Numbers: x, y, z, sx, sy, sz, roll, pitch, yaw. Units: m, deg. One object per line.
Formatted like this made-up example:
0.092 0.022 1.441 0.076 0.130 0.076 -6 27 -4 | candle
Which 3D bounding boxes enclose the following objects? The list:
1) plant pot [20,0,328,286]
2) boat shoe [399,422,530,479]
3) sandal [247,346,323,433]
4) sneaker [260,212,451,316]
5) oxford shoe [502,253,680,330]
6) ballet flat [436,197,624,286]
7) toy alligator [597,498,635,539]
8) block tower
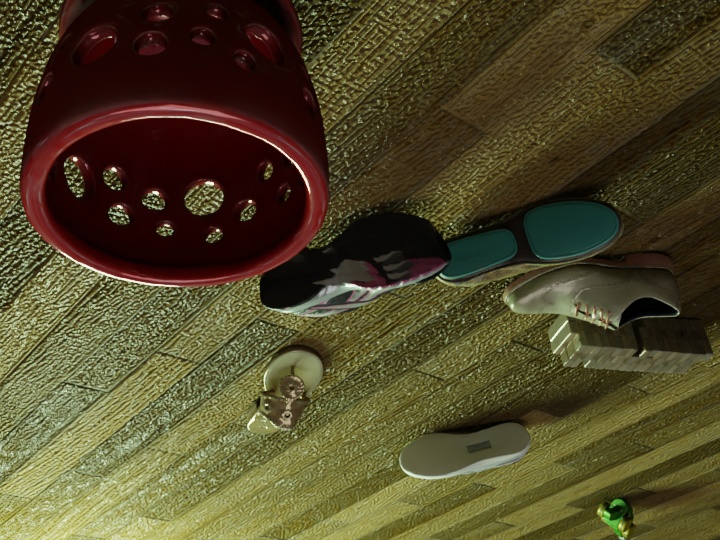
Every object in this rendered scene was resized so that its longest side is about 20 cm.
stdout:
-0.128 -0.112 0.644 0.200 0.183 0.201 -5 145 -3 | plant pot
0.160 0.281 1.387 0.199 0.072 0.069 -17 145 -1 | boat shoe
-0.099 0.183 1.189 0.077 0.070 0.212 8 143 -20 | sandal
0.000 0.000 0.941 0.200 0.081 0.086 -12 159 20 | sneaker
0.264 0.030 1.026 0.199 0.074 0.071 -9 146 3 | oxford shoe
0.172 -0.027 0.947 0.199 0.071 0.071 -16 145 11 | ballet flat
0.503 0.477 1.738 0.054 0.059 0.200 -51 141 -9 | toy alligator
0.342 0.092 1.148 0.199 0.054 0.058 5 145 -15 | block tower
